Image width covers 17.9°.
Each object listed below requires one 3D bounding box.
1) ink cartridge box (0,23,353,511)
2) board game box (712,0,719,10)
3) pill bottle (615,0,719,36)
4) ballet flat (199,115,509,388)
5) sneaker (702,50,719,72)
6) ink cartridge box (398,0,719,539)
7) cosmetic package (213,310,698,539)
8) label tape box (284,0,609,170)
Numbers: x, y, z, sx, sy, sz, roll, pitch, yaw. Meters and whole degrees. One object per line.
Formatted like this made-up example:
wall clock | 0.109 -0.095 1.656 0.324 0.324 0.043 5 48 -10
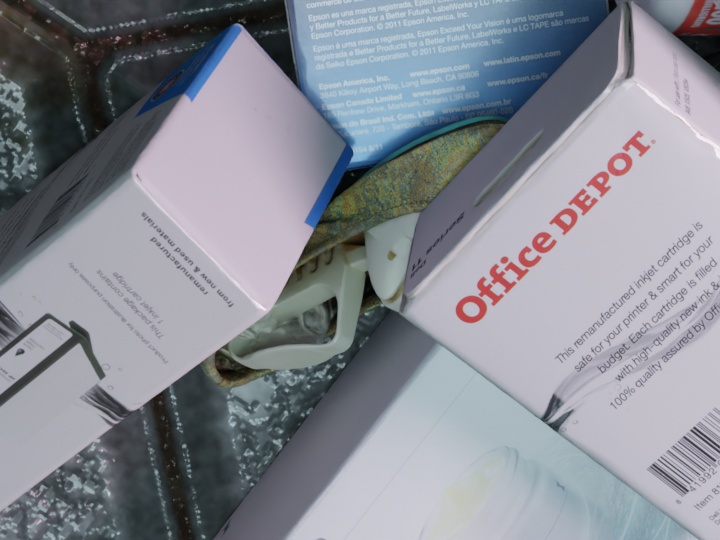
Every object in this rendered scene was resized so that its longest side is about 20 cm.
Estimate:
ink cartridge box | -0.114 0.004 1.000 0.200 0.146 0.084 -36 106 31
board game box | 0.245 -0.085 0.910 0.134 0.034 0.200 -38 91 -8
pill bottle | 0.213 -0.160 0.992 0.198 0.116 0.117 -1 107 -12
ballet flat | 0.000 0.000 1.040 0.199 0.071 0.071 -27 107 30
sneaker | 0.235 -0.071 0.975 0.198 0.079 0.076 5 77 0
ink cartridge box | 0.136 0.008 0.954 0.200 0.083 0.147 37 117 -15
cosmetic package | 0.062 0.132 1.084 0.199 0.123 0.200 35 103 -9
label tape box | 0.033 -0.155 1.026 0.143 0.063 0.202 -7 107 2
